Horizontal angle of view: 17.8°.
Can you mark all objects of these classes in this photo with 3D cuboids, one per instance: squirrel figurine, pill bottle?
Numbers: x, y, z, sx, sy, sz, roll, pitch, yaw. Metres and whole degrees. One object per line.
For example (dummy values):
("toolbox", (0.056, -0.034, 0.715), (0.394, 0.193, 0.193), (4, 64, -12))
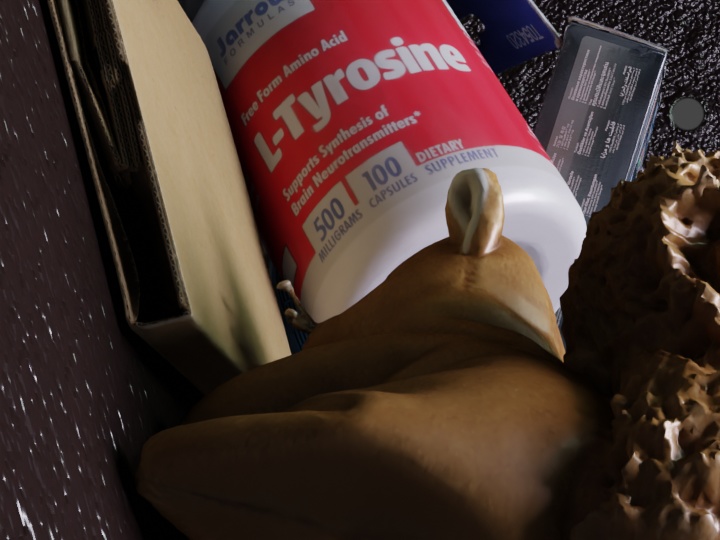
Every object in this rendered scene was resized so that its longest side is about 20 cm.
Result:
("squirrel figurine", (0.050, 0.047, 0.654), (0.142, 0.199, 0.187), (64, 19, -19))
("pill bottle", (-0.003, -0.060, 0.902), (0.201, 0.112, 0.112), (60, -4, 33))

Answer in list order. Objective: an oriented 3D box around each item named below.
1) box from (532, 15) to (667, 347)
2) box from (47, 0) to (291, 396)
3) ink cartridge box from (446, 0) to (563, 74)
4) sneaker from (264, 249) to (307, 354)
("box", (0.083, 0.004, 1.003), (0.159, 0.046, 0.201), (38, 70, -82))
("box", (-0.060, -0.033, 0.748), (0.200, 0.021, 0.165), (61, 12, -73))
("ink cartridge box", (-0.009, -0.157, 1.043), (0.200, 0.043, 0.196), (52, -11, -6))
("sneaker", (0.000, 0.000, 0.966), (0.079, 0.089, 0.201), (68, 8, -54))
